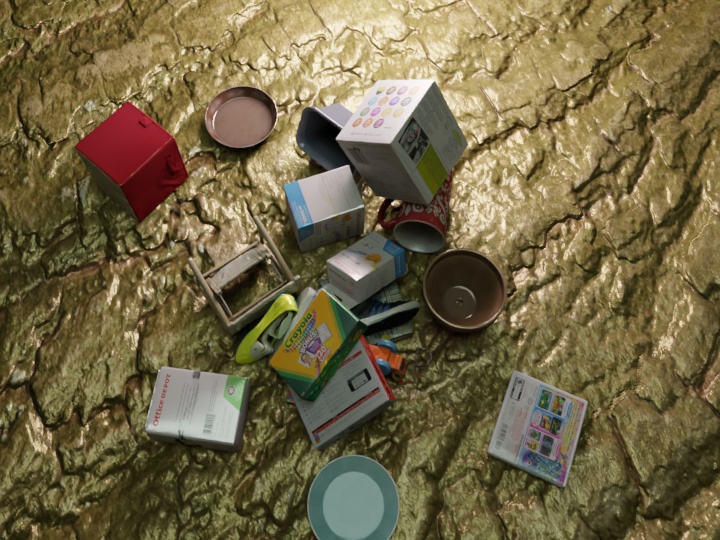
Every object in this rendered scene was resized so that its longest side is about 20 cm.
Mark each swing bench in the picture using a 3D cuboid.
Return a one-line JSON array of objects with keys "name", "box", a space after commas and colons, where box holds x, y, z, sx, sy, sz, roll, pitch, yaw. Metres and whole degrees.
[{"name": "swing bench", "box": [-0.267, 0.024, 1.608, 0.197, 0.130, 0.202, -33, 74, -16]}]

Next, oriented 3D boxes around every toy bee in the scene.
[{"name": "toy bee", "box": [0.059, 0.217, 1.531, 0.197, 0.110, 0.131, 28, 62, 32]}]

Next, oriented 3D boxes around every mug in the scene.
[{"name": "mug", "box": [0.143, -0.172, 1.703, 0.173, 0.134, 0.204, 18, 61, -4]}]

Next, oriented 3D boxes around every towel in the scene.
[{"name": "towel", "box": [0.012, 0.093, 1.636, 0.187, 0.035, 0.204, -14, 64, -11]}]

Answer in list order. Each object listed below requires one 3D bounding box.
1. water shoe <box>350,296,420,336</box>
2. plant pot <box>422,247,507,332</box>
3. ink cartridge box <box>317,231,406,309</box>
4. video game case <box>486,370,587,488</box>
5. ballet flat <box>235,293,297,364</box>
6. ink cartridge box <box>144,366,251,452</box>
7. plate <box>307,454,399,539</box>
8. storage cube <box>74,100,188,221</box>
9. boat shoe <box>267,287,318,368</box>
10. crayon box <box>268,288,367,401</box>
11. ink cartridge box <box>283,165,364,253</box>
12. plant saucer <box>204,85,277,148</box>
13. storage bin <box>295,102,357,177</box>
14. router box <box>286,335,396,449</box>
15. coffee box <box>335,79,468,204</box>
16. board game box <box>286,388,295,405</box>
[{"name": "water shoe", "box": [0.041, 0.091, 1.580, 0.195, 0.072, 0.080, -17, 60, -14]}, {"name": "plant pot", "box": [0.238, 0.058, 1.619, 0.194, 0.093, 0.206, 1, 65, -2]}, {"name": "ink cartridge box", "box": [0.000, 0.000, 1.611, 0.198, 0.069, 0.114, -33, 44, -29]}, {"name": "video game case", "box": [0.393, 0.348, 1.524, 0.178, 0.024, 0.203, 22, 65, 8]}, {"name": "ballet flat", "box": [-0.207, 0.144, 1.542, 0.201, 0.066, 0.067, -52, 50, 7]}, {"name": "ink cartridge box", "box": [-0.349, 0.302, 1.495, 0.194, 0.085, 0.150, 8, 64, 3]}, {"name": "plate", "box": [-0.015, 0.493, 1.446, 0.194, 0.026, 0.205, 0, 65, 0]}, {"name": "storage cube", "box": [-0.562, -0.268, 1.711, 0.199, 0.172, 0.180, 38, 70, 15]}, {"name": "boat shoe", "box": [-0.141, 0.141, 1.580, 0.071, 0.070, 0.204, 32, 78, -20]}, {"name": "crayon box", "box": [-0.090, 0.158, 1.461, 0.118, 0.058, 0.202, 38, 93, 30]}, {"name": "ink cartridge box", "box": [-0.076, -0.153, 1.691, 0.195, 0.129, 0.128, -18, 66, -9]}, {"name": "plant saucer", "box": [-0.319, -0.407, 1.858, 0.194, 0.035, 0.206, 0, 64, -1]}, {"name": "storage bin", "box": [-0.050, -0.337, 1.787, 0.198, 0.147, 0.134, 37, 42, 16]}, {"name": "router box", "box": [-0.047, 0.251, 1.479, 0.198, 0.049, 0.182, -34, 66, 13]}, {"name": "coffee box", "box": [0.101, -0.307, 1.629, 0.197, 0.201, 0.200, 16, 65, 47]}, {"name": "board game box", "box": [-0.063, 0.263, 1.557, 0.194, 0.020, 0.106, 8, 64, 2]}]
